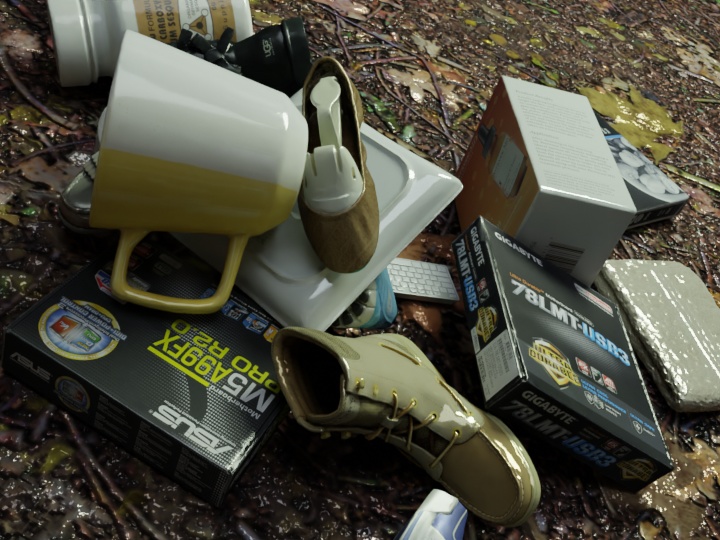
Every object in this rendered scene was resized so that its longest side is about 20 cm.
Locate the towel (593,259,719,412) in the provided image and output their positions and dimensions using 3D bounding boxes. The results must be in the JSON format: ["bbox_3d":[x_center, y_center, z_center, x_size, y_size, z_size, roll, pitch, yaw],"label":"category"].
[{"bbox_3d":[0.334,0.066,0.993,0.131,0.035,0.202,2,45,-23],"label":"towel"}]

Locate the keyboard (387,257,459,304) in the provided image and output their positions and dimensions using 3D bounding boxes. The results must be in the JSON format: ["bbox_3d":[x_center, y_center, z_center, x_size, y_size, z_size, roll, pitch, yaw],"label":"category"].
[{"bbox_3d":[0.000,0.000,0.915,0.197,0.011,0.057,8,41,-19],"label":"keyboard"}]

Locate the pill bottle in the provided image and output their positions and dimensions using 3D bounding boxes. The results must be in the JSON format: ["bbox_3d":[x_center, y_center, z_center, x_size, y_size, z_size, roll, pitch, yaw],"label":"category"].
[{"bbox_3d":[-0.219,-0.249,0.989,0.197,0.115,0.115,-11,48,-17],"label":"pill bottle"}]

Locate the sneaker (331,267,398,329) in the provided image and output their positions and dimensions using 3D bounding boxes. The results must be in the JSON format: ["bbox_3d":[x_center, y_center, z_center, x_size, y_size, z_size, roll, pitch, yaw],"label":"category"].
[{"bbox_3d":[-0.024,-0.021,0.871,0.090,0.078,0.202,28,32,-51],"label":"sneaker"}]

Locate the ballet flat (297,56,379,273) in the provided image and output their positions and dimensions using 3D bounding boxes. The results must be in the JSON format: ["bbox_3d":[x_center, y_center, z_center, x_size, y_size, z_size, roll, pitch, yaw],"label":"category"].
[{"bbox_3d":[-0.022,-0.096,0.773,0.067,0.073,0.202,-6,57,7],"label":"ballet flat"}]

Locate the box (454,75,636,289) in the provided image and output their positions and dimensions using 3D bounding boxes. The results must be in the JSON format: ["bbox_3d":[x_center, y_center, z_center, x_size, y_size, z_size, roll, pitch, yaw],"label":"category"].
[{"bbox_3d":[0.180,-0.076,0.979,0.105,0.153,0.202,11,40,-14],"label":"box"}]

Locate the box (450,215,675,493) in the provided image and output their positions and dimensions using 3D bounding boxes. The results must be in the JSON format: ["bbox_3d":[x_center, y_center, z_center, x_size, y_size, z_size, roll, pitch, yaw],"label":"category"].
[{"bbox_3d":[0.176,0.071,0.842,0.199,0.050,0.200,31,35,-28],"label":"box"}]

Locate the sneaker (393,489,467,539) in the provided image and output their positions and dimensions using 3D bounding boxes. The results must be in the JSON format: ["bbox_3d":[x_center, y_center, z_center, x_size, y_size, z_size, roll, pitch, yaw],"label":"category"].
[{"bbox_3d":[0.045,0.254,0.605,0.114,0.081,0.200,29,46,1],"label":"sneaker"}]

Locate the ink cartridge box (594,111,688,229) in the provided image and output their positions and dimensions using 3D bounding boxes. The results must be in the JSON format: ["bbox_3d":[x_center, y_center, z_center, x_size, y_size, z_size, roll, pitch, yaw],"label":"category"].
[{"bbox_3d":[0.276,-0.126,1.175,0.198,0.044,0.199,-14,53,-36],"label":"ink cartridge box"}]

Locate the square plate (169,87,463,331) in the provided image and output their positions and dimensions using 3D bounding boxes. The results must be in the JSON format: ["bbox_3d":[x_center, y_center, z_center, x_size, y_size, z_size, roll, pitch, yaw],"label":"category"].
[{"bbox_3d":[-0.047,-0.063,0.817,0.199,0.029,0.198,35,69,28],"label":"square plate"}]

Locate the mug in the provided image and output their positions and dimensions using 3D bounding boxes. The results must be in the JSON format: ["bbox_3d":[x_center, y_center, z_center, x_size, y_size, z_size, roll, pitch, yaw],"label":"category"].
[{"bbox_3d":[-0.129,-0.079,0.751,0.151,0.189,0.150,11,27,-15],"label":"mug"}]

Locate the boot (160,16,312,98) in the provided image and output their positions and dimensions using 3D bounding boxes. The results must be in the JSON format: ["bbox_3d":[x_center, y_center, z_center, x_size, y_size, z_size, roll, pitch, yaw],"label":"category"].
[{"bbox_3d":[-0.126,-0.186,0.933,0.160,0.198,0.075,-12,84,-1],"label":"boot"}]

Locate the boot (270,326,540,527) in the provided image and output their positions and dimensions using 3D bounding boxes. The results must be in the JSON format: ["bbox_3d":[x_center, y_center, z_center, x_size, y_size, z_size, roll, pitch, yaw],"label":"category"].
[{"bbox_3d":[0.032,0.115,0.707,0.200,0.073,0.155,47,18,31],"label":"boot"}]

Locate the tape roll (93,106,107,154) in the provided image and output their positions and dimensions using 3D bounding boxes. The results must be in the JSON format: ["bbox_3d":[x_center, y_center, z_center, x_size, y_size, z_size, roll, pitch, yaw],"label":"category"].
[{"bbox_3d":[-0.163,-0.112,0.940,0.200,0.037,0.204,14,41,-12],"label":"tape roll"}]

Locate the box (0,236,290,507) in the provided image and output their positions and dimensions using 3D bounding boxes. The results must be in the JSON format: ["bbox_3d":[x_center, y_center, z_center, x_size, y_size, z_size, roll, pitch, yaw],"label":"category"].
[{"bbox_3d":[-0.147,0.067,0.737,0.198,0.045,0.160,31,38,8],"label":"box"}]

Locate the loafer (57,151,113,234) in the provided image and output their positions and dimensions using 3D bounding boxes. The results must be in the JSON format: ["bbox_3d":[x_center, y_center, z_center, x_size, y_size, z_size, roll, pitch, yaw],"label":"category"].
[{"bbox_3d":[-0.180,-0.103,0.838,0.072,0.063,0.199,43,53,17],"label":"loafer"}]
